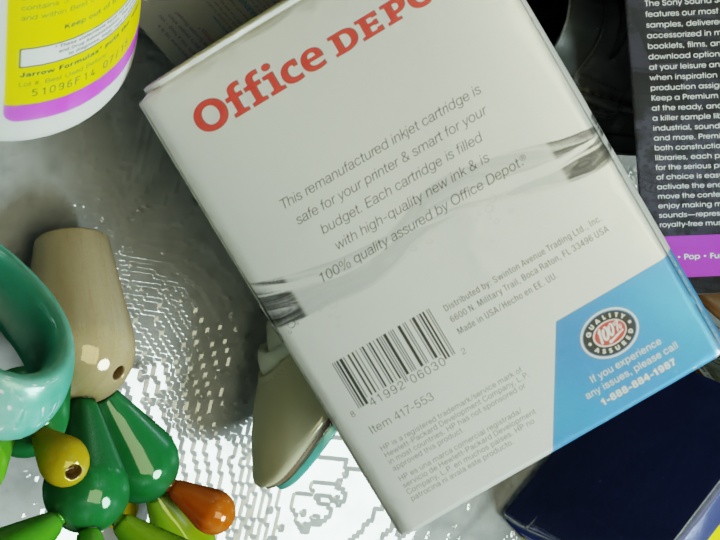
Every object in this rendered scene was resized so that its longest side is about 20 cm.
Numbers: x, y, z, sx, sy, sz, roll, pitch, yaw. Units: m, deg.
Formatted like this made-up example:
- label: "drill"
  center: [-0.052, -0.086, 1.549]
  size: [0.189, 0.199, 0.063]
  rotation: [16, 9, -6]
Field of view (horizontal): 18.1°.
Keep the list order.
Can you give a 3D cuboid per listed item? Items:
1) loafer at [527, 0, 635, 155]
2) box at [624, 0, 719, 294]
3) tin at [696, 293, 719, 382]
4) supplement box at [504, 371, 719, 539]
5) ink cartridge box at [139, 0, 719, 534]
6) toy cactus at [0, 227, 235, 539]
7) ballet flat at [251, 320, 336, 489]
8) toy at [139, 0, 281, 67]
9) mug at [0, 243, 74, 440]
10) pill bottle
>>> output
- label: "loafer"
  center: [0.087, -0.092, 0.945]
  size: [0.200, 0.070, 0.068]
  rotation: [7, 68, -4]
- label: "box"
  center: [0.178, -0.080, 0.895]
  size: [0.142, 0.036, 0.201]
  rotation: [-2, 127, 10]
- label: "tin"
  center: [0.200, 0.051, 1.074]
  size: [0.042, 0.112, 0.200]
  rotation: [-48, 121, -11]
- label: "supplement box"
  center: [0.184, 0.150, 1.093]
  size: [0.110, 0.109, 0.200]
  rotation: [-50, 122, -10]
- label: "ink cartridge box"
  center: [0.028, -0.024, 0.884]
  size: [0.146, 0.086, 0.200]
  rotation: [-30, 98, 6]
- label: "toy cactus"
  center: [-0.114, 0.068, 0.895]
  size: [0.200, 0.102, 0.166]
  rotation: [24, 54, -53]
- label: "ballet flat"
  center: [0.000, 0.000, 0.976]
  size: [0.200, 0.069, 0.069]
  rotation: [-52, 122, -11]
- label: "toy"
  center: [-0.025, -0.180, 0.902]
  size: [0.200, 0.047, 0.115]
  rotation: [-38, 120, 7]
- label: "mug"
  center: [-0.203, -0.006, 0.793]
  size: [0.152, 0.115, 0.185]
  rotation: [-26, 118, 21]
- label: "pill bottle"
  center: [-0.122, -0.144, 0.778]
  size: [0.104, 0.104, 0.200]
  rotation: [-22, 150, -25]
